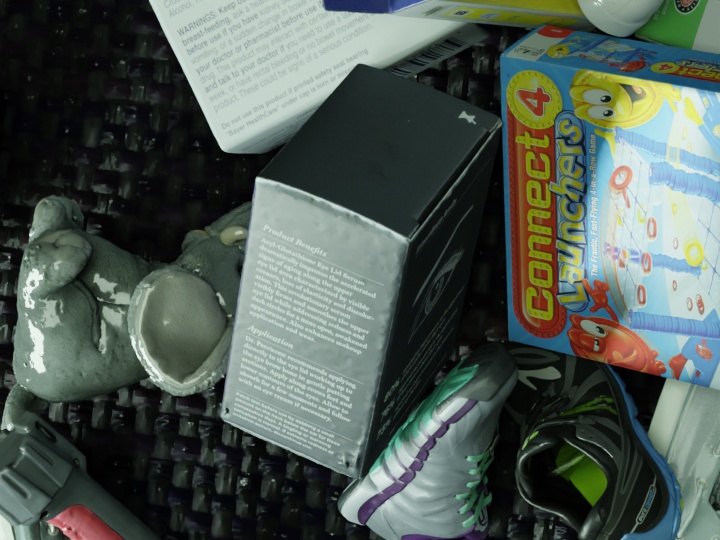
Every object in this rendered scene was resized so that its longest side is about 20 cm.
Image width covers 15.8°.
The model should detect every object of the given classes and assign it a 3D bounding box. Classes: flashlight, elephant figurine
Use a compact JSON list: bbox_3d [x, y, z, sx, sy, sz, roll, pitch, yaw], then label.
[{"bbox_3d":[-0.167,0.183,1.680,0.068,0.068,0.200,-36,118,22],"label":"flashlight"},{"bbox_3d":[-0.120,0.025,1.689,0.199,0.142,0.156,9,125,-1],"label":"elephant figurine"}]

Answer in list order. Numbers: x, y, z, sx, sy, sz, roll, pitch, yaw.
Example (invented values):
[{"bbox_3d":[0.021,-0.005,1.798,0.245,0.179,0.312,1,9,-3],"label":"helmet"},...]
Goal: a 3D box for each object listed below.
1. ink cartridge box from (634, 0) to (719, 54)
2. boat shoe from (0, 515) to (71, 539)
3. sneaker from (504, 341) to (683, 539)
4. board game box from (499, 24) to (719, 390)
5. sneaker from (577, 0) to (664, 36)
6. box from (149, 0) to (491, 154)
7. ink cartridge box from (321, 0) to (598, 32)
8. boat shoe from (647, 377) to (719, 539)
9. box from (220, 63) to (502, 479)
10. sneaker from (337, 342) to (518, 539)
[{"bbox_3d":[0.287,-0.175,1.569,0.199,0.084,0.147,25,97,34],"label":"ink cartridge box"},{"bbox_3d":[-0.190,0.217,1.732,0.062,0.073,0.201,-20,82,17],"label":"boat shoe"},{"bbox_3d":[0.129,0.103,1.610,0.071,0.082,0.200,-64,34,25],"label":"sneaker"},{"bbox_3d":[0.185,-0.035,1.579,0.195,0.056,0.201,12,120,30],"label":"board game box"},{"bbox_3d":[0.169,-0.247,1.585,0.085,0.072,0.201,-40,49,49],"label":"sneaker"},{"bbox_3d":[-0.042,-0.203,1.670,0.183,0.105,0.201,-27,86,11],"label":"box"},{"bbox_3d":[0.058,-0.250,1.593,0.047,0.199,0.199,-21,72,51],"label":"ink cartridge box"},{"bbox_3d":[0.207,0.152,1.636,0.071,0.070,0.202,16,92,16],"label":"boat shoe"},{"bbox_3d":[0.000,0.000,1.599,0.104,0.148,0.201,22,129,15],"label":"box"},{"bbox_3d":[0.066,0.120,1.640,0.087,0.074,0.200,40,141,-1],"label":"sneaker"}]
